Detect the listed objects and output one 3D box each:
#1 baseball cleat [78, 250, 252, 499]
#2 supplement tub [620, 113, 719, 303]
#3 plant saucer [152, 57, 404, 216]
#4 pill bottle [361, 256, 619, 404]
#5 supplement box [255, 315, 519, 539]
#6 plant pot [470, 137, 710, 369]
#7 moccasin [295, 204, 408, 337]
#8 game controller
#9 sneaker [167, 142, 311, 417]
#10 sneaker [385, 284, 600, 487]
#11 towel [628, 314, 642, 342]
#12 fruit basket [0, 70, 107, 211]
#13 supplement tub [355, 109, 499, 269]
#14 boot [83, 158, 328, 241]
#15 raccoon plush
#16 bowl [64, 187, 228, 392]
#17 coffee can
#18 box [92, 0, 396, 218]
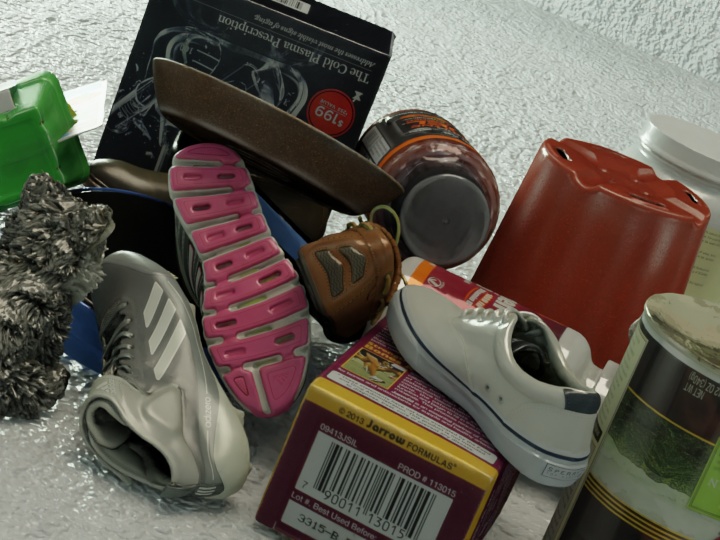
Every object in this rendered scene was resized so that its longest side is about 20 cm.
[{"bbox_3d":[-0.141,0.059,1.260,0.106,0.070,0.200,3,39,-44],"label":"baseball cleat"},{"bbox_3d":[0.281,-0.027,1.842,0.144,0.201,0.145,20,18,-7],"label":"supplement tub"},{"bbox_3d":[-0.064,-0.088,1.406,0.199,0.035,0.200,27,-4,2],"label":"plant saucer"},{"bbox_3d":[0.102,0.078,1.479,0.199,0.110,0.110,25,18,9],"label":"pill bottle"},{"bbox_3d":[0.033,0.117,1.293,0.130,0.104,0.200,26,19,11],"label":"supplement box"},{"bbox_3d":[0.179,0.010,1.623,0.199,0.197,0.201,19,18,-7],"label":"plant pot"},{"bbox_3d":[-0.001,-0.002,1.369,0.201,0.077,0.074,75,-8,-80],"label":"moccasin"},{"bbox_3d":[-0.068,-0.026,1.486,0.200,0.042,0.104,45,5,-12],"label":"game controller"},{"bbox_3d":[-0.081,0.015,1.360,0.073,0.088,0.201,-17,65,-8],"label":"sneaker"},{"bbox_3d":[0.089,0.054,1.258,0.073,0.071,0.200,8,25,-40],"label":"sneaker"},{"bbox_3d":[0.249,0.120,1.474,0.133,0.034,0.200,65,9,29],"label":"towel"},{"bbox_3d":[-0.277,-0.101,1.488,0.184,0.094,0.200,-19,22,0],"label":"fruit basket"},{"bbox_3d":[0.053,-0.062,1.594,0.106,0.108,0.200,18,12,-12],"label":"supplement tub"},{"bbox_3d":[-0.115,-0.074,1.571,0.199,0.098,0.075,19,18,-12],"label":"boot"},{"bbox_3d":[-0.220,0.020,1.222,0.096,0.135,0.200,25,18,8],"label":"raccoon plush"},{"bbox_3d":[-0.153,0.010,1.426,0.199,0.040,0.201,21,29,-12],"label":"bowl"},{"bbox_3d":[0.211,0.136,1.289,0.145,0.201,0.147,19,18,-6],"label":"coffee can"},{"bbox_3d":[-0.095,-0.138,1.641,0.199,0.183,0.104,20,18,-4],"label":"box"}]
